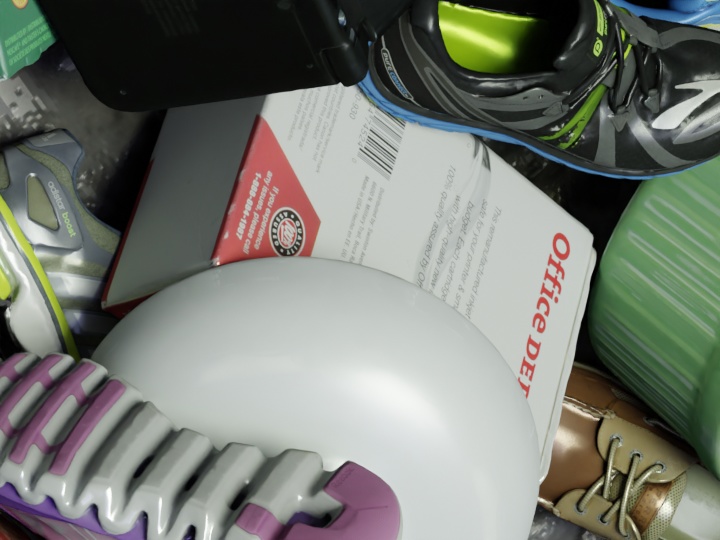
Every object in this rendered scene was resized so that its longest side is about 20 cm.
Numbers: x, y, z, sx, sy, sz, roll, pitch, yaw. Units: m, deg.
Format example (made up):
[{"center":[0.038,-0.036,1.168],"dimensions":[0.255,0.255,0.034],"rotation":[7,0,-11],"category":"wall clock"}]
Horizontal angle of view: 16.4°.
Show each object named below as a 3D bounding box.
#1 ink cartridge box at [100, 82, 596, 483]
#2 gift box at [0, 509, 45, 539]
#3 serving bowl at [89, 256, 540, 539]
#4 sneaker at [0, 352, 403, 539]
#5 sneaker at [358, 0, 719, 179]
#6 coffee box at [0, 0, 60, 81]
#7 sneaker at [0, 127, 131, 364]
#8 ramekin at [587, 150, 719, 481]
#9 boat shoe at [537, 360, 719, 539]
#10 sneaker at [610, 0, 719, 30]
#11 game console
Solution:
[{"center":[0.000,0.000,1.109],"dimensions":[0.200,0.083,0.147],"rotation":[37,53,-30],"category":"ink cartridge box"},{"center":[-0.192,0.184,1.022],"dimensions":[0.187,0.200,0.185],"rotation":[-50,132,-7],"category":"gift box"},{"center":[-0.026,0.097,1.014],"dimensions":[0.199,0.066,0.201],"rotation":[1,120,2],"category":"serving bowl"},{"center":[-0.084,0.099,0.947],"dimensions":[0.081,0.199,0.089],"rotation":[-49,154,-52],"category":"sneaker"},{"center":[0.095,-0.087,1.081],"dimensions":[0.199,0.083,0.071],"rotation":[8,73,-22],"category":"sneaker"},{"center":[-0.157,-0.186,0.995],"dimensions":[0.123,0.044,0.201],"rotation":[-54,137,-61],"category":"coffee box"},{"center":[-0.114,0.028,1.093],"dimensions":[0.081,0.074,0.201],"rotation":[-37,118,-20],"category":"sneaker"},{"center":[0.199,-0.004,1.197],"dimensions":[0.200,0.098,0.201],"rotation":[-38,150,-27],"category":"ramekin"},{"center":[0.136,0.101,1.228],"dimensions":[0.199,0.074,0.076],"rotation":[21,100,-18],"category":"boat shoe"},{"center":[0.163,-0.134,1.184],"dimensions":[0.199,0.105,0.076],"rotation":[-7,104,-27],"category":"sneaker"},{"center":[-0.050,-0.176,0.973],"dimensions":[0.200,0.175,0.117],"rotation":[64,27,-44],"category":"game console"}]
